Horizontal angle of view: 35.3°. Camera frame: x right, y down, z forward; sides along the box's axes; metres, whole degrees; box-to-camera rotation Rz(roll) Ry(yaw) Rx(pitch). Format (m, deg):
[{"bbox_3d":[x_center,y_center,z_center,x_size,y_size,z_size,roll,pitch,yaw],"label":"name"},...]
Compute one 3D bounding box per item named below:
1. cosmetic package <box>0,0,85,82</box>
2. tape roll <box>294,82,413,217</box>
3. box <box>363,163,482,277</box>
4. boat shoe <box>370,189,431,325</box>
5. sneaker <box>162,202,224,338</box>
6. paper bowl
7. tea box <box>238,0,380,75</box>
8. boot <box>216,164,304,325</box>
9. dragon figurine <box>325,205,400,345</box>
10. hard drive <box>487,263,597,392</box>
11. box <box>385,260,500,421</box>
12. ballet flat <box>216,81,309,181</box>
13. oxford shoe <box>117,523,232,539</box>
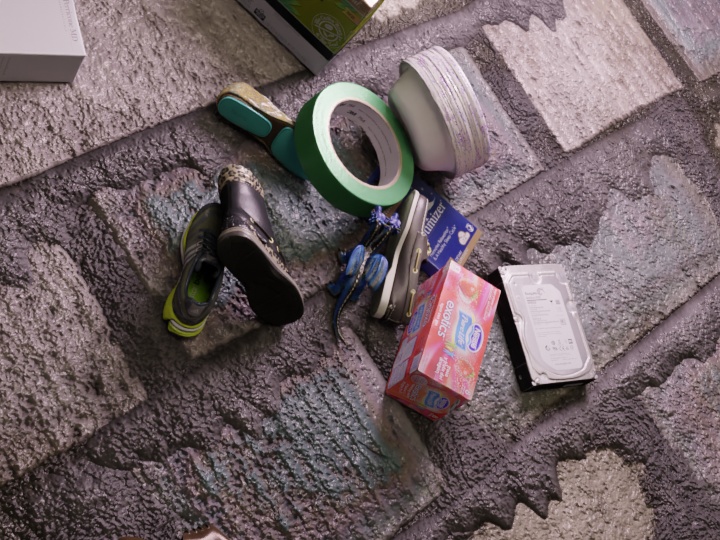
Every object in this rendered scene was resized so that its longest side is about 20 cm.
[{"bbox_3d":[-0.483,-0.315,1.524,0.198,0.071,0.102,-6,69,-33],"label":"cosmetic package"},{"bbox_3d":[-0.007,-0.181,1.691,0.199,0.048,0.202,21,57,-35],"label":"tape roll"},{"bbox_3d":[0.089,-0.078,1.770,0.200,0.032,0.121,39,53,-7],"label":"box"},{"bbox_3d":[0.070,-0.018,1.684,0.060,0.072,0.203,19,78,-12],"label":"boat shoe"},{"bbox_3d":[-0.207,-0.009,1.528,0.073,0.081,0.202,20,57,-21],"label":"sneaker"},{"bbox_3d":[0.113,-0.238,1.766,0.104,0.201,0.202,-25,79,-6],"label":"paper bowl"},{"bbox_3d":[-0.067,-0.453,1.761,0.200,0.197,0.134,42,53,-5],"label":"tea box"},{"bbox_3d":[-0.137,-0.034,1.555,0.204,0.073,0.155,58,17,-46],"label":"boot"},{"bbox_3d":[0.000,0.000,1.632,0.059,0.099,0.201,28,61,-16],"label":"dragon figurine"},{"bbox_3d":[0.291,0.088,1.804,0.139,0.038,0.202,-1,67,-32],"label":"hard drive"},{"bbox_3d":[0.121,0.103,1.655,0.094,0.103,0.201,30,53,-14],"label":"box"},{"bbox_3d":[-0.124,-0.213,1.694,0.199,0.071,0.071,36,53,-11],"label":"ballet flat"},{"bbox_3d":[-0.208,0.347,1.366,0.199,0.073,0.085,20,41,-24],"label":"oxford shoe"}]
